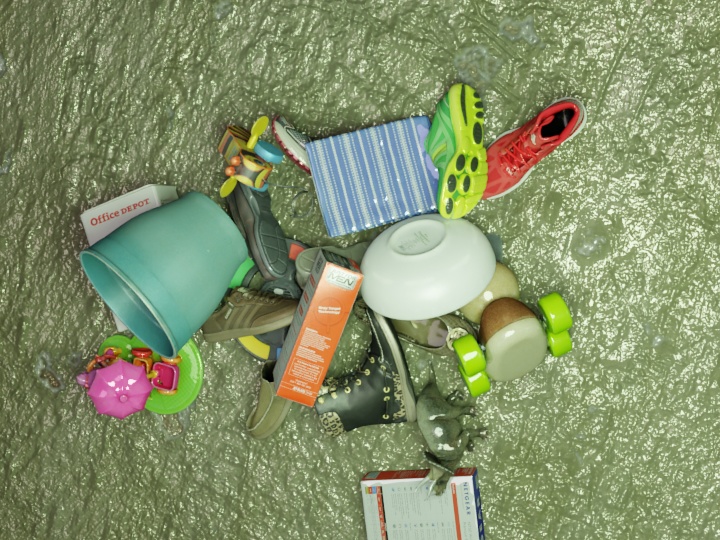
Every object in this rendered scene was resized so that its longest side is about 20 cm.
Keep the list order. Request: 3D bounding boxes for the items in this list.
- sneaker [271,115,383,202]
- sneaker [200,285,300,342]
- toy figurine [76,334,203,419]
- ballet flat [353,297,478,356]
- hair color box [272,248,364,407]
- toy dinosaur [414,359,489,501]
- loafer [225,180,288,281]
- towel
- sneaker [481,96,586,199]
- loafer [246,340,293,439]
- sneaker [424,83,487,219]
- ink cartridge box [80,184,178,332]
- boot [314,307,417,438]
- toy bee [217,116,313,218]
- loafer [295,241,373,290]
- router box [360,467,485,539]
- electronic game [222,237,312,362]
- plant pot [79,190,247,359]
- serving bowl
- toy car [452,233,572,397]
[{"bbox_3d":[-0.050,-0.172,1.473,0.199,0.081,0.075,36,88,2],"label":"sneaker"},{"bbox_3d":[-0.167,0.059,1.485,0.198,0.070,0.077,-13,94,24],"label":"sneaker"},{"bbox_3d":[-0.377,0.166,1.538,0.197,0.184,0.152,12,98,16],"label":"toy figurine"},{"bbox_3d":[0.080,0.084,1.466,0.198,0.046,0.068,19,100,14],"label":"ballet flat"},{"bbox_3d":[-0.062,0.080,1.385,0.060,0.102,0.202,19,99,-11],"label":"hair color box"},{"bbox_3d":[0.122,0.226,1.427,0.077,0.101,0.203,-34,65,59],"label":"toy dinosaur"},{"bbox_3d":[-0.164,-0.065,1.500,0.063,0.072,0.202,-31,61,27],"label":"loafer"},{"bbox_3d":[0.029,-0.140,1.427,0.197,0.024,0.147,-15,90,-14],"label":"towel"},{"bbox_3d":[0.227,-0.176,1.364,0.200,0.115,0.079,-43,83,15],"label":"sneaker"},{"bbox_3d":[-0.130,0.177,1.505,0.067,0.076,0.201,27,114,-16],"label":"loafer"},{"bbox_3d":[0.136,-0.167,1.402,0.083,0.073,0.203,-22,59,58],"label":"sneaker"},{"bbox_3d":[-0.344,-0.021,1.564,0.143,0.084,0.203,-19,89,16],"label":"ink cartridge box"},{"bbox_3d":[-0.003,0.156,1.446,0.149,0.073,0.202,-16,117,3],"label":"boot"},{"bbox_3d":[-0.161,-0.163,1.425,0.199,0.108,0.133,19,95,42],"label":"toy bee"},{"bbox_3d":[0.000,0.000,1.471,0.197,0.063,0.073,0,51,-3],"label":"loafer"},{"bbox_3d":[0.100,0.410,1.486,0.177,0.049,0.203,-5,93,17],"label":"router box"},{"bbox_3d":[-0.125,0.049,1.527,0.197,0.042,0.203,1,95,17],"label":"electronic game"},{"bbox_3d":[-0.274,-0.009,1.421,0.200,0.201,0.188,41,66,9],"label":"plant pot"},{"bbox_3d":[0.087,-0.020,1.364,0.197,0.201,0.066,-7,127,17],"label":"serving bowl"},{"bbox_3d":[0.188,0.047,1.399,0.163,0.158,0.202,-25,61,-1],"label":"toy car"}]
